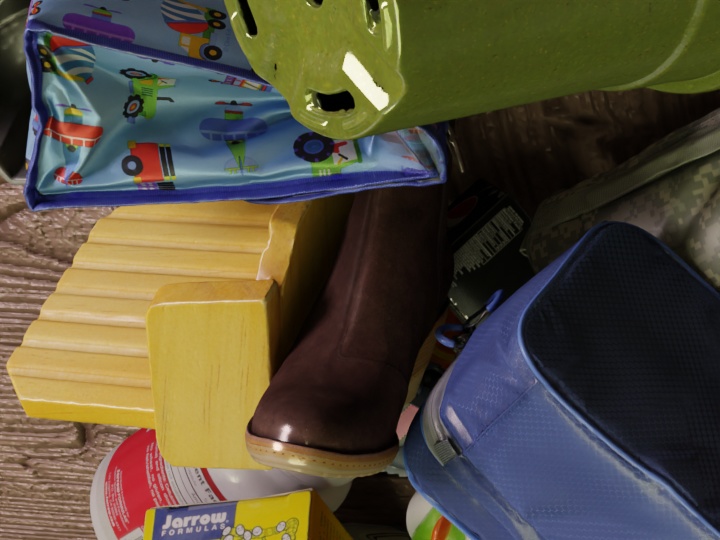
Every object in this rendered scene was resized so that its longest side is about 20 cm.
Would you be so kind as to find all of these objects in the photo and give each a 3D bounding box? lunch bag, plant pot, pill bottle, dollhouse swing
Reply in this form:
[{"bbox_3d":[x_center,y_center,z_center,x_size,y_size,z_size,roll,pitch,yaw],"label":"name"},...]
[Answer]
[{"bbox_3d":[-0.045,-0.099,0.941,0.200,0.151,0.094,3,123,-3],"label":"lunch bag"},{"bbox_3d":[0.049,-0.140,0.852,0.200,0.190,0.200,34,136,40],"label":"plant pot"},{"bbox_3d":[0.117,0.085,0.971,0.200,0.136,0.132,42,134,5],"label":"lunch bag"},{"bbox_3d":[0.200,-0.005,1.033,0.168,0.139,0.200,41,135,-24],"label":"lunch bag"},{"bbox_3d":[-0.076,0.124,1.309,0.112,0.112,0.200,38,136,-18],"label":"pill bottle"},{"bbox_3d":[-0.091,-0.020,1.096,0.176,0.200,0.182,15,139,14],"label":"dollhouse swing"}]

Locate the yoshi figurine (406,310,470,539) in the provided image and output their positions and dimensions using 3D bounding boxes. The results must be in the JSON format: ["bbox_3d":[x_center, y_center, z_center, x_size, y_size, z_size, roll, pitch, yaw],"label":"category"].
[{"bbox_3d":[0.073,0.110,1.268,0.112,0.112,0.200,-11,128,-24],"label":"yoshi figurine"}]

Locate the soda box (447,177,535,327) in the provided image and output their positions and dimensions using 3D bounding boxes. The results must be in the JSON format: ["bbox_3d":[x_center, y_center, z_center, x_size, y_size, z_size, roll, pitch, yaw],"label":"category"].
[{"bbox_3d":[0.112,0.045,1.137,0.063,0.071,0.200,-41,104,-1],"label":"soda box"}]

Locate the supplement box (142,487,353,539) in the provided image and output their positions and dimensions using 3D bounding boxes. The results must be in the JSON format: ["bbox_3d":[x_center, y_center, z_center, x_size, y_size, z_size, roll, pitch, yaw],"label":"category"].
[{"bbox_3d":[-0.048,0.229,1.265,0.109,0.110,0.200,-9,145,17],"label":"supplement box"}]

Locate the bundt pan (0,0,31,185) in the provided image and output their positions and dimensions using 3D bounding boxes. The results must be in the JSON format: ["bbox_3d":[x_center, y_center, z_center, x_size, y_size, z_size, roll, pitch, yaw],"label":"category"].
[{"bbox_3d":[-0.145,-0.136,1.076,0.202,0.076,0.202,8,132,9],"label":"bundt pan"}]

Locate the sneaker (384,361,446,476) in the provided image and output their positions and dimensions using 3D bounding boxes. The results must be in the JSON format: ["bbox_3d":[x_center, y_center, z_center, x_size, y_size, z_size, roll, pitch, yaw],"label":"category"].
[{"bbox_3d":[0.012,0.062,1.150,0.200,0.070,0.082,9,112,16],"label":"sneaker"}]

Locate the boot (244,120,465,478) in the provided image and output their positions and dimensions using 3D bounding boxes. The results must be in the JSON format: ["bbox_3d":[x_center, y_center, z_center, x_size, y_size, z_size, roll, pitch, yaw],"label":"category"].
[{"bbox_3d":[0.000,0.000,0.984,0.072,0.200,0.166,10,104,13],"label":"boot"}]

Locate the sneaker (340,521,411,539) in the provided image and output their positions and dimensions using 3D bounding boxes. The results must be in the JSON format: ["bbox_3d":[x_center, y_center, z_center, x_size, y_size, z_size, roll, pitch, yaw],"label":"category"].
[{"bbox_3d":[0.049,0.210,1.398,0.200,0.072,0.072,18,112,-14],"label":"sneaker"}]
